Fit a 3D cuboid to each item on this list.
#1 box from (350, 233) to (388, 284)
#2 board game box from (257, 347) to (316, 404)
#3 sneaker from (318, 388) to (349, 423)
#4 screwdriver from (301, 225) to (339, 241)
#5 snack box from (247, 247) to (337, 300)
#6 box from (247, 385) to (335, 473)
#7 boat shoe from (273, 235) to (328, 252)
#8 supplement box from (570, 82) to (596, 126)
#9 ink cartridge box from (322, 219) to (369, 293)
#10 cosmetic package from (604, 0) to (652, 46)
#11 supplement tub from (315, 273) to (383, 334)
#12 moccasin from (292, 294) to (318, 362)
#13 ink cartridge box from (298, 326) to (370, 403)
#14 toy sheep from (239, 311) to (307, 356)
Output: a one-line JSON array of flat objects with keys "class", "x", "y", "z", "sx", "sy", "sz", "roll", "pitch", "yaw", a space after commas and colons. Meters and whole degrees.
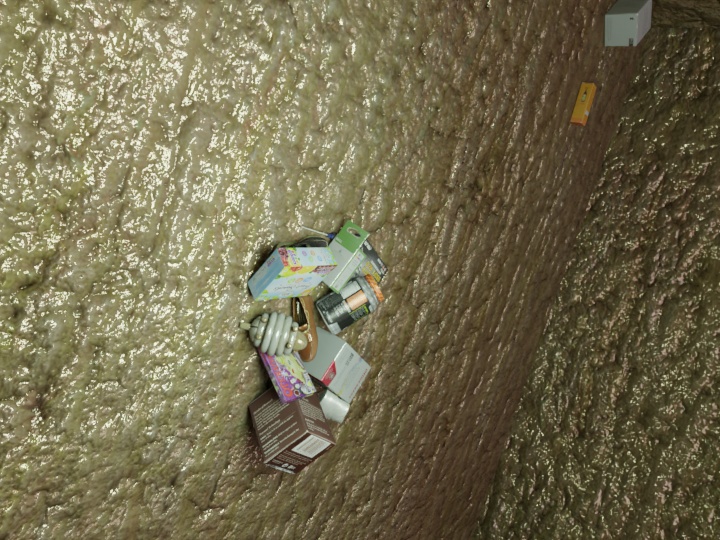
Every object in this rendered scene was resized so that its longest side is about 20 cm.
[{"class": "box", "x": 0.000, "y": 0.000, "z": 1.789, "sx": 0.160, "sy": 0.048, "sz": 0.201, "roll": -56, "pitch": 139, "yaw": -17}, {"class": "board game box", "x": -0.219, "y": 0.283, "z": 1.560, "sx": 0.119, "sy": 0.202, "sz": 0.032, "roll": -8, "pitch": 150, "yaw": -45}, {"class": "sneaker", "x": -0.113, "y": 0.476, "z": 1.750, "sx": 0.200, "sy": 0.115, "sz": 0.074, "roll": -48, "pitch": -166, "yaw": 40}, {"class": "screwdriver", "x": -0.112, "y": -0.108, "z": 1.626, "sx": 0.199, "sy": 0.028, "sz": 0.030, "roll": 7, "pitch": 72, "yaw": -53}, {"class": "snack box", "x": -0.189, "y": 0.009, "z": 1.494, "sx": 0.198, "sy": 0.068, "sz": 0.168, "roll": -2, "pitch": 148, "yaw": -48}, {"class": "box", "x": -0.206, "y": 0.462, "z": 1.594, "sx": 0.163, "sy": 0.201, "sz": 0.166, "roll": -37, "pitch": 139, "yaw": 8}, {"class": "boat shoe", "x": -0.163, "y": -0.055, "z": 1.564, "sx": 0.198, "sy": 0.064, "sz": 0.075, "roll": -18, "pitch": 119, "yaw": -44}, {"class": "supplement box", "x": 1.141, "y": -0.850, "z": 2.727, "sx": 0.068, "sy": 0.066, "sz": 0.204, "roll": 4, "pitch": 103, "yaw": -49}, {"class": "ink cartridge box", "x": -0.053, "y": -0.043, "z": 1.637, "sx": 0.201, "sy": 0.103, "sz": 0.059, "roll": -53, "pitch": 143, "yaw": -2}, {"class": "cosmetic package", "x": 1.369, "y": -1.273, "z": 2.730, "sx": 0.200, "sy": 0.163, "sz": 0.166, "roll": -45, "pitch": 135, "yaw": -26}, {"class": "supplement tub", "x": -0.033, "y": 0.102, "z": 1.689, "sx": 0.198, "sy": 0.123, "sz": 0.123, "roll": -30, "pitch": 132, "yaw": -5}, {"class": "moccasin", "x": -0.171, "y": 0.171, "z": 1.598, "sx": 0.077, "sy": 0.073, "sz": 0.206, "roll": 5, "pitch": 82, "yaw": -58}, {"class": "ink cartridge box", "x": -0.089, "y": 0.311, "z": 1.744, "sx": 0.146, "sy": 0.143, "sz": 0.201, "roll": -55, "pitch": 138, "yaw": -17}, {"class": "toy sheep", "x": -0.244, "y": 0.178, "z": 1.505, "sx": 0.197, "sy": 0.138, "sz": 0.140, "roll": 22, "pitch": 90, "yaw": -7}]
